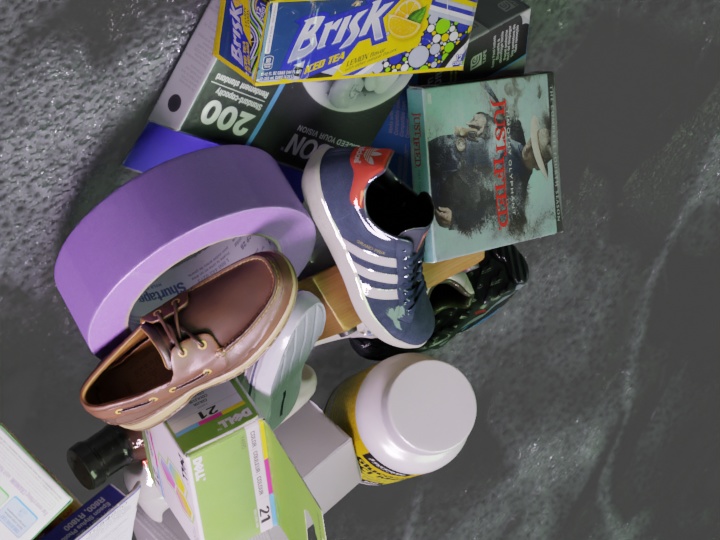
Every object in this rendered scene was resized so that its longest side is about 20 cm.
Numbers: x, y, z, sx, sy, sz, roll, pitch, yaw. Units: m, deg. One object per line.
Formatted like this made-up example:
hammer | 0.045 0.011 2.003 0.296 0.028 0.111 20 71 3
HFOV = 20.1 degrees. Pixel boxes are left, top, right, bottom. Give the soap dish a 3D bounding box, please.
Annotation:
soap dish | 0.000 0.000 1.750 0.200 0.082 0.157 -26 -177 -34

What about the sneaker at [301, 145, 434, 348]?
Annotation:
sneaker | 0.030 -0.017 1.609 0.200 0.084 0.075 59 36 -36

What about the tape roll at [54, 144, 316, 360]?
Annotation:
tape roll | -0.136 -0.010 1.588 0.199 0.066 0.200 -27 156 -13

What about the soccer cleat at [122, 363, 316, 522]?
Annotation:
soccer cleat | -0.123 0.150 1.823 0.200 0.069 0.078 -31 124 -19

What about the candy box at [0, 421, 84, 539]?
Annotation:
candy box | -0.302 0.197 1.654 0.117 0.056 0.200 -44 150 -11

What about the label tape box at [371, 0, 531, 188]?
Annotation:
label tape box | 0.053 -0.146 1.750 0.200 0.066 0.144 -33 144 -31

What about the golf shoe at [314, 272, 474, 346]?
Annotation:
golf shoe | 0.019 0.031 1.860 0.200 0.097 0.079 -29 147 -30

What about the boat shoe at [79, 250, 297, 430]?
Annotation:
boat shoe | -0.132 0.055 1.548 0.200 0.072 0.067 -38 158 20

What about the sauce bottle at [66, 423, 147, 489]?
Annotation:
sauce bottle | -0.163 0.118 1.748 0.200 0.066 0.066 -31 144 -28

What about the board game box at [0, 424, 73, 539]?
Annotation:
board game box | -0.341 0.189 1.527 0.200 0.040 0.153 -44 111 -10

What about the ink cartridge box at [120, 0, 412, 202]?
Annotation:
ink cartridge box | -0.064 -0.134 1.599 0.198 0.043 0.200 16 111 -46

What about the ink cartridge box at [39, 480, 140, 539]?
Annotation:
ink cartridge box | -0.266 0.261 1.638 0.199 0.041 0.200 -38 162 -30

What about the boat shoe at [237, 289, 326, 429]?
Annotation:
boat shoe | -0.082 0.068 1.639 0.074 0.067 0.200 -47 167 -32

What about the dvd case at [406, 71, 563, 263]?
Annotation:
dvd case | 0.109 -0.091 1.724 0.200 0.022 0.147 -12 101 -53

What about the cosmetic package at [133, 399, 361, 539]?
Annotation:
cosmetic package | -0.106 0.207 1.876 0.200 0.107 0.090 -36 147 -20

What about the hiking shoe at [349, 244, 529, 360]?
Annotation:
hiking shoe | 0.075 0.045 1.975 0.199 0.075 0.087 -23 161 -23

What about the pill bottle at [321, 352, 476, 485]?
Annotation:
pill bottle | 0.037 0.139 1.901 0.112 0.113 0.200 -39 -178 -19

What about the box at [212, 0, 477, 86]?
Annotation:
box | -0.010 -0.188 1.525 0.199 0.064 0.070 -9 122 -37

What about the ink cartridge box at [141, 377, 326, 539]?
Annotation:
ink cartridge box | -0.102 0.178 1.630 0.076 0.200 0.148 -24 140 -17
